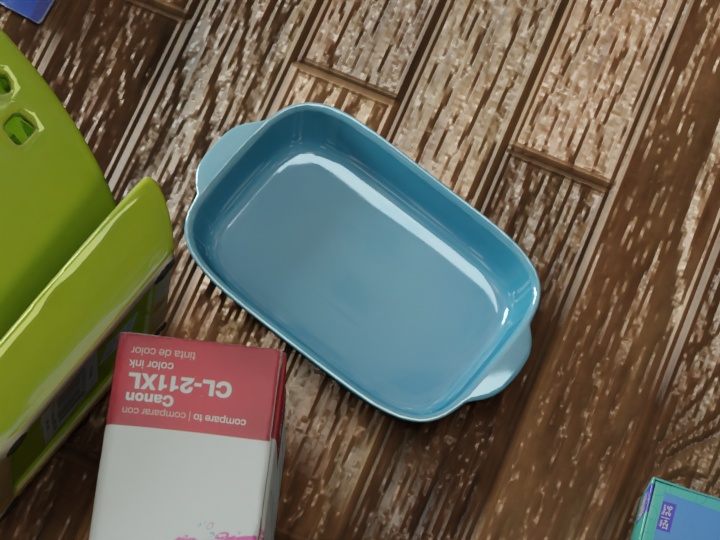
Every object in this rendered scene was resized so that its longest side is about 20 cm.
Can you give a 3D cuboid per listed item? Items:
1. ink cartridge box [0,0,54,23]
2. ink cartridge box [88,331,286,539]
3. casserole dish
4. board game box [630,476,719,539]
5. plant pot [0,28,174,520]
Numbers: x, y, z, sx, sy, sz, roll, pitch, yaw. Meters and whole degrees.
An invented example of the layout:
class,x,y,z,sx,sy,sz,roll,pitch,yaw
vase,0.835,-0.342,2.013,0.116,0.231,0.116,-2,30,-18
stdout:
class,x,y,z,sx,sy,sz,roll,pitch,yaw
ink cartridge box,-0.240,-0.222,1.437,0.200,0.039,0.100,25,68,5
ink cartridge box,-0.086,0.149,1.244,0.083,0.146,0.201,7,68,0
casserole dish,0.000,0.000,1.366,0.200,0.039,0.121,38,71,10
board game box,0.219,0.204,1.298,0.199,0.045,0.153,17,69,2
plant pot,-0.204,0.006,1.269,0.181,0.200,0.199,38,73,5
